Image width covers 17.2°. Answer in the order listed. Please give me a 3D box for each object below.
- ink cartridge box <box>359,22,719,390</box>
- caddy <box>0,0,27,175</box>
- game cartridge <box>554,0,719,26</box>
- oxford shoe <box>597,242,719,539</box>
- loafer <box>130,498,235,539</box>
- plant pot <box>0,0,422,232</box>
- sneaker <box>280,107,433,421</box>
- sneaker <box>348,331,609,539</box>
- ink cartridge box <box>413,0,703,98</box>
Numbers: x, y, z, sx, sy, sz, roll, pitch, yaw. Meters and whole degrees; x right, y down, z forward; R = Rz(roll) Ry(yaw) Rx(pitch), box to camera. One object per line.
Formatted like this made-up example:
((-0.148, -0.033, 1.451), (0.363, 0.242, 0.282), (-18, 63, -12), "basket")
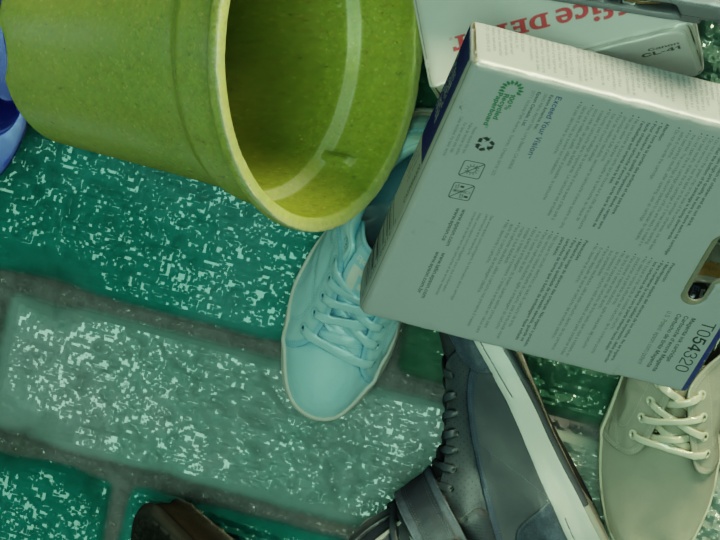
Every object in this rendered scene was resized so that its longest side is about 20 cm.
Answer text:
((0.121, -0.030, 1.288), (0.198, 0.044, 0.197), (13, 134, -12), "ink cartridge box")
((-0.277, -0.128, 1.390), (0.200, 0.105, 0.142), (42, 103, -2), "caddy")
((0.120, -0.205, 1.239), (0.198, 0.042, 0.134), (10, 84, 16), "game cartridge")
((0.182, 0.081, 1.396), (0.074, 0.058, 0.202), (11, 103, 2), "oxford shoe")
((-0.056, 0.208, 1.449), (0.200, 0.071, 0.073), (41, 136, 9), "loafer")
((-0.093, -0.130, 1.322), (0.183, 0.200, 0.202), (7, 102, 32), "plant pot")
((0.000, 0.000, 1.391), (0.073, 0.082, 0.202), (21, 102, 4), "sneaker")
((0.044, 0.107, 1.407), (0.145, 0.077, 0.204), (-24, 97, 8), "sneaker")
((0.097, -0.195, 1.305), (0.146, 0.086, 0.202), (-12, 75, 12), "ink cartridge box")
